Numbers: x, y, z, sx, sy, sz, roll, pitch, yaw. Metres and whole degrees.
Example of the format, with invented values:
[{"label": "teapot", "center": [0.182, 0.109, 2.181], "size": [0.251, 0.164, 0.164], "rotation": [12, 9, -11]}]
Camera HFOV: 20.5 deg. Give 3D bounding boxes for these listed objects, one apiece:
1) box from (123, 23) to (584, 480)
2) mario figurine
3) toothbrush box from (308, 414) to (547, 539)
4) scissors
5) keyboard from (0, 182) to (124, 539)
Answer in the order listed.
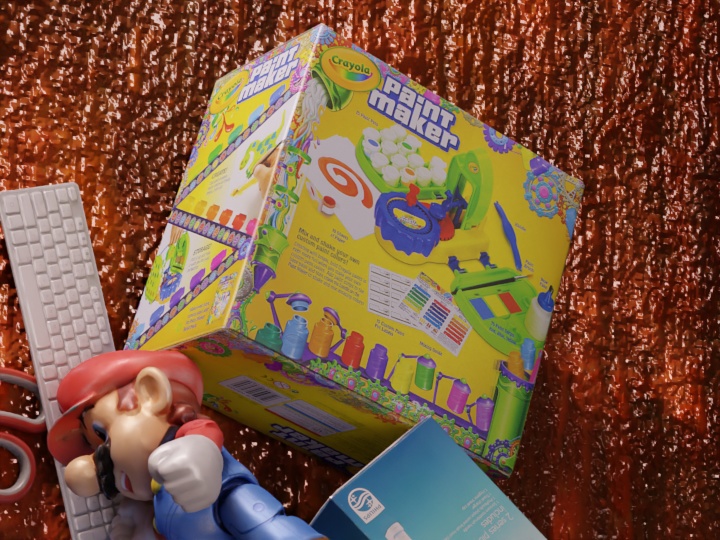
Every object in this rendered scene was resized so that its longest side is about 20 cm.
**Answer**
[{"label": "box", "center": [0.000, 0.000, 1.144], "size": [0.200, 0.122, 0.193], "rotation": [29, 64, -26]}, {"label": "mario figurine", "center": [-0.100, 0.122, 1.019], "size": [0.106, 0.200, 0.123], "rotation": [4, 120, -50]}, {"label": "toothbrush box", "center": [0.055, 0.201, 1.073], "size": [0.085, 0.146, 0.200], "rotation": [-35, 76, -34]}, {"label": "scissors", "center": [-0.253, 0.076, 1.035], "size": [0.200, 0.014, 0.073], "rotation": [12, 76, -30]}, {"label": "keyboard", "center": [-0.157, 0.052, 1.094], "size": [0.056, 0.011, 0.200], "rotation": [-11, 87, -51]}]
